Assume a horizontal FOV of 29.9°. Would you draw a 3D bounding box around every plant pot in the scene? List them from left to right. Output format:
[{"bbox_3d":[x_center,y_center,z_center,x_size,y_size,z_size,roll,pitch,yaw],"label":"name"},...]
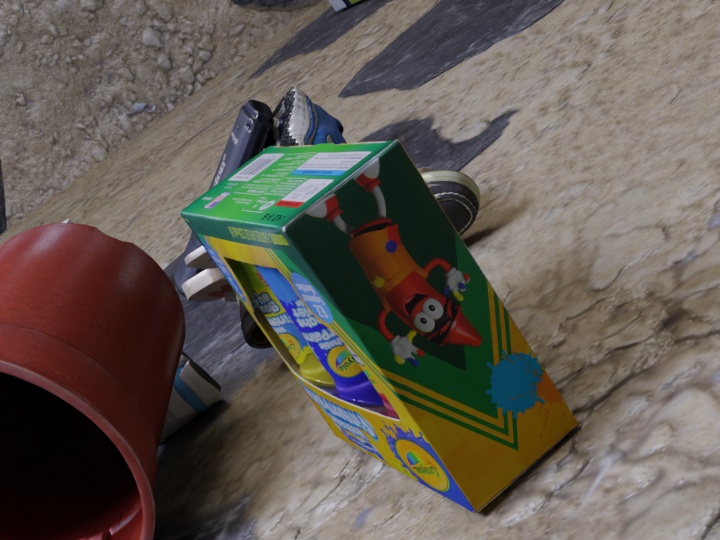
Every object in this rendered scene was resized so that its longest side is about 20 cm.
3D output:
[{"bbox_3d":[-0.206,0.079,0.866,0.201,0.201,0.195,-29,24,23],"label":"plant pot"}]

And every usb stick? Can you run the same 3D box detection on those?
[{"bbox_3d":[-0.131,-0.065,1.284,0.055,0.033,0.200,-112,44,-65],"label":"usb stick"}]

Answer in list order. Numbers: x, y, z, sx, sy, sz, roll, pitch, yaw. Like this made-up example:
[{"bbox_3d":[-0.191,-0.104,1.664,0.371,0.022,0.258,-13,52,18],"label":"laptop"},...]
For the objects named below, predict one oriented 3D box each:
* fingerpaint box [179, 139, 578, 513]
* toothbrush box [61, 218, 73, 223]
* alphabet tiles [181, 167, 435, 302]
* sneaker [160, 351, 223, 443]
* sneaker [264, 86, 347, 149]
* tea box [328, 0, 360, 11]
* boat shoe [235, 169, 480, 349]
[{"bbox_3d":[0.000,0.021,0.701,0.073,0.167,0.200,-38,17,-14],"label":"fingerpaint box"},{"bbox_3d":[-0.339,0.055,1.295,0.146,0.085,0.200,-29,21,21],"label":"toothbrush box"},{"bbox_3d":[-0.035,-0.025,1.015,0.200,0.015,0.196,-30,-15,23],"label":"alphabet tiles"},{"bbox_3d":[-0.186,0.099,1.047,0.087,0.075,0.200,-49,19,-19],"label":"sneaker"},{"bbox_3d":[-0.038,-0.087,1.239,0.079,0.089,0.200,-50,27,37],"label":"sneaker"},{"bbox_3d":[0.029,-0.583,2.387,0.200,0.134,0.197,-43,18,-23],"label":"tea box"},{"bbox_3d":[-0.001,0.000,0.957,0.201,0.072,0.066,-26,42,19],"label":"boat shoe"}]
